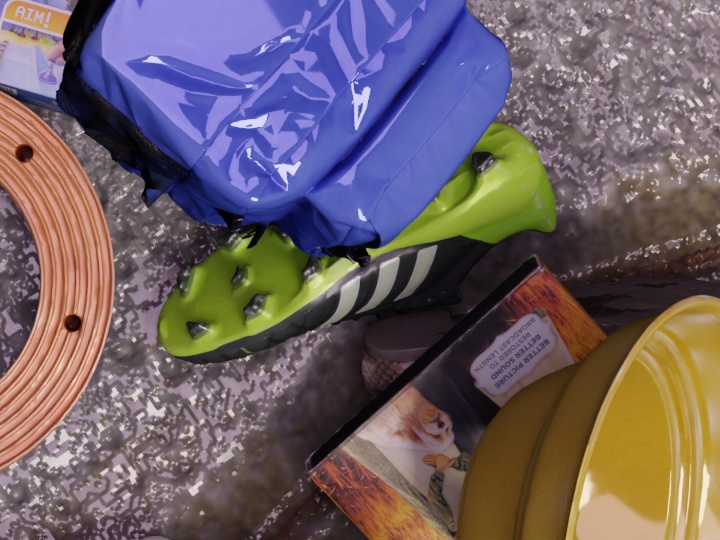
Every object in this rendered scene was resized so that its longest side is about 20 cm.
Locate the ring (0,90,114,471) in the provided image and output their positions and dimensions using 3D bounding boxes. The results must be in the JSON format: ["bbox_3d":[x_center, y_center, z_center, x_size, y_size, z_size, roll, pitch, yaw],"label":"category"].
[{"bbox_3d":[-0.215,0.005,0.953,0.199,0.019,0.201,0,89,-5],"label":"ring"}]

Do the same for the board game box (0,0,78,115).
[{"bbox_3d":[-0.071,-0.126,0.982,0.199,0.034,0.136,17,82,-4],"label":"board game box"}]

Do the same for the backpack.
[{"bbox_3d":[-0.040,-0.086,0.866,0.163,0.200,0.168,-45,100,-11],"label":"backpack"}]

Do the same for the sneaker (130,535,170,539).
[{"bbox_3d":[-0.121,0.162,0.933,0.199,0.075,0.081,7,61,-1],"label":"sneaker"}]

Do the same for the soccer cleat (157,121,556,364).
[{"bbox_3d":[0.000,0.000,0.955,0.199,0.081,0.068,-27,47,12],"label":"soccer cleat"}]

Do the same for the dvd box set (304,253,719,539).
[{"bbox_3d":[0.093,0.114,0.940,0.146,0.029,0.200,-41,99,6],"label":"dvd box set"}]

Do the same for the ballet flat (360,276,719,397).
[{"bbox_3d":[0.099,0.040,0.972,0.199,0.067,0.047,-7,111,-6],"label":"ballet flat"}]

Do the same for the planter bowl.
[{"bbox_3d":[0.097,0.105,0.858,0.083,0.200,0.201,9,80,33],"label":"planter bowl"}]
